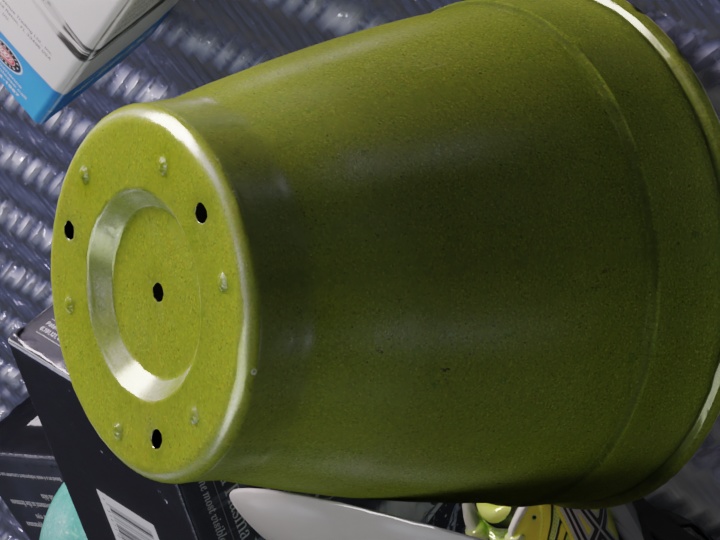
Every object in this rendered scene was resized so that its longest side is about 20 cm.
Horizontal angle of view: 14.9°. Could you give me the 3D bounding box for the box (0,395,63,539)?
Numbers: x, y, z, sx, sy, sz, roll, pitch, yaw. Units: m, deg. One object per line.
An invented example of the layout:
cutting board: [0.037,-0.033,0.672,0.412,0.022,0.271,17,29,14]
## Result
box: [-0.101,0.150,1.538,0.148,0.104,0.200,-2,124,58]

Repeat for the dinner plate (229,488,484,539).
dinner plate: [0.043,0.122,1.054,0.199,0.024,0.200,15,169,3]

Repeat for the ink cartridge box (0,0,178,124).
ink cartridge box: [-0.134,-0.170,1.186,0.146,0.084,0.200,50,154,-1]

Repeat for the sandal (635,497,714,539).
sandal: [0.138,0.137,1.209,0.200,0.043,0.076,46,133,31]

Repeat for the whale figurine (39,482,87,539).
whale figurine: [-0.064,0.132,1.367,0.199,0.159,0.104,-4,101,18]

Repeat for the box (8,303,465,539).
box: [-0.033,0.066,1.227,0.104,0.182,0.200,27,146,39]

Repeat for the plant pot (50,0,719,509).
plant pot: [0.000,0.000,0.986,0.200,0.192,0.201,13,106,53]

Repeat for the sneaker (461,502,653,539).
sneaker: [0.078,0.114,1.175,0.075,0.076,0.201,-2,107,48]
